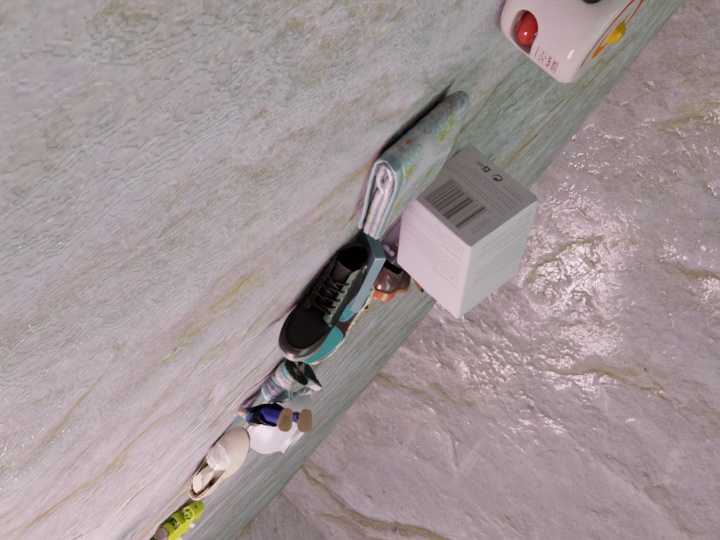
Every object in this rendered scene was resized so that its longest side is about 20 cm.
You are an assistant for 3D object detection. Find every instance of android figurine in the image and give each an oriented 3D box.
[{"bbox_3d":[-0.422,0.590,1.895,0.183,0.041,0.200,-50,169,5],"label":"android figurine"}]

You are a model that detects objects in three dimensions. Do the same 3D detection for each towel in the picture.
[{"bbox_3d":[0.071,-0.147,1.191,0.171,0.048,0.201,-48,171,-26],"label":"towel"}]

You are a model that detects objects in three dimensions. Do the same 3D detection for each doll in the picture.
[{"bbox_3d":[-0.170,0.276,1.593,0.199,0.134,0.049,-11,-108,60],"label":"doll"}]

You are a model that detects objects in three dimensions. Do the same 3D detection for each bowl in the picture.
[{"bbox_3d":[-0.173,0.347,1.907,0.201,0.090,0.201,-48,171,-10],"label":"bowl"}]

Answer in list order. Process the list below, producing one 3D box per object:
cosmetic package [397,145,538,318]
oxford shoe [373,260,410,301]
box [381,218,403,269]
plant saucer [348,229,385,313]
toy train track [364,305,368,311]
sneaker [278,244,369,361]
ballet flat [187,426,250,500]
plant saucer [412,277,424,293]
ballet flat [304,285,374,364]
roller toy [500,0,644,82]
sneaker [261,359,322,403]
[{"bbox_3d":[0.178,-0.065,1.446,0.164,0.165,0.201,-33,151,-24],"label":"cosmetic package"},{"bbox_3d":[0.073,0.004,1.732,0.073,0.070,0.200,-66,171,20],"label":"oxford shoe"},{"bbox_3d":[0.135,-0.066,1.616,0.159,0.048,0.199,-49,153,8],"label":"box"},{"bbox_3d":[0.000,0.000,1.404,0.019,0.071,0.201,-12,156,-22],"label":"plant saucer"},{"bbox_3d":[0.011,0.067,1.800,0.200,0.032,0.115,-44,170,-33],"label":"toy train track"},{"bbox_3d":[-0.059,0.044,1.307,0.201,0.074,0.107,-53,171,-34],"label":"sneaker"},{"bbox_3d":[-0.282,0.382,1.643,0.201,0.069,0.069,-54,169,30],"label":"ballet flat"},{"bbox_3d":[0.152,-0.051,1.825,0.200,0.035,0.203,22,89,-78],"label":"plant saucer"},{"bbox_3d":[-0.042,0.093,1.555,0.200,0.072,0.072,-48,171,4],"label":"ballet flat"},{"bbox_3d":[0.281,-0.341,1.081,0.182,0.140,0.201,-35,164,-52],"label":"roller toy"},{"bbox_3d":[-0.141,0.219,1.647,0.086,0.078,0.200,-37,165,7],"label":"sneaker"}]
